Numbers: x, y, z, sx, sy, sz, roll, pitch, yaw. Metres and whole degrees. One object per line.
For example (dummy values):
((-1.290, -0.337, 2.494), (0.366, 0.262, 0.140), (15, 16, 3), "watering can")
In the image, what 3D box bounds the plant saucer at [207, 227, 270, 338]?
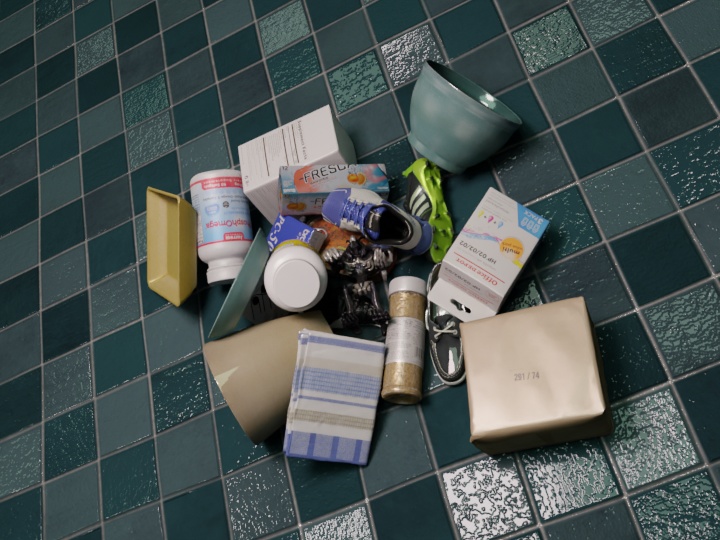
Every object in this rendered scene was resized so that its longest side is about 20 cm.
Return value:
((-0.195, 0.027, 1.394), (0.036, 0.200, 0.202), (26, 74, -7), "plant saucer")

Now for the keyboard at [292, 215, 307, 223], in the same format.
((-0.165, -0.033, 1.569), (0.011, 0.056, 0.202), (25, 77, 36), "keyboard")

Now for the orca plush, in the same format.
((-0.037, 0.069, 1.447), (0.198, 0.071, 0.106), (24, 76, 32), "orca plush")

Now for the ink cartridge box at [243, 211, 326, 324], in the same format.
((-0.148, 0.004, 1.520), (0.093, 0.044, 0.202), (27, 92, 34), "ink cartridge box")

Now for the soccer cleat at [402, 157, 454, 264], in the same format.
((0.115, -0.099, 1.475), (0.081, 0.067, 0.203), (-28, 59, 45), "soccer cleat")

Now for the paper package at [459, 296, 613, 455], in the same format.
((0.258, 0.158, 1.244), (0.197, 0.104, 0.194), (-14, 60, 19), "paper package")

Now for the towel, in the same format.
((-0.042, 0.201, 1.329), (0.144, 0.024, 0.204), (9, 90, -12), "towel")

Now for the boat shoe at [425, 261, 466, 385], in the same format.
((0.138, 0.083, 1.364), (0.074, 0.060, 0.203), (-14, 60, 16), "boat shoe")

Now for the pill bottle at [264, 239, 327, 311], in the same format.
((-0.106, 0.009, 1.376), (0.102, 0.200, 0.106), (-1, 98, -5), "pill bottle")

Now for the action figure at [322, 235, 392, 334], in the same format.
((0.000, 0.000, 1.399), (0.117, 0.103, 0.202), (-9, 51, -2), "action figure")

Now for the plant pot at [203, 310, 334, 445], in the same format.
((-0.131, 0.155, 1.395), (0.198, 0.188, 0.188), (-30, 55, -5), "plant pot")

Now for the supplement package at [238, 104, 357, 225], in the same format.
((-0.115, -0.198, 1.591), (0.197, 0.121, 0.121), (-21, 55, 13), "supplement package")

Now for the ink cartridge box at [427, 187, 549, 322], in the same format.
((0.204, -0.018, 1.342), (0.114, 0.068, 0.201), (30, 68, 12), "ink cartridge box")

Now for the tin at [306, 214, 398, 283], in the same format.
((-0.022, -0.040, 1.518), (0.198, 0.042, 0.113), (18, 69, 31), "tin")

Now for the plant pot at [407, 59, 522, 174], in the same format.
((0.163, -0.256, 1.467), (0.201, 0.199, 0.135), (48, 115, 35), "plant pot")

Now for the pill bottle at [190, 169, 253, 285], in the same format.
((-0.258, -0.080, 1.578), (0.107, 0.109, 0.204), (-11, 84, 19), "pill bottle")

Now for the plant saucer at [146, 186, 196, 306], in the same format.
((-0.357, -0.051, 1.599), (0.199, 0.048, 0.204), (19, 109, 57), "plant saucer")

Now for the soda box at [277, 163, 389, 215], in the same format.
((-0.050, -0.147, 1.515), (0.196, 0.069, 0.064), (-3, 58, -12), "soda box")

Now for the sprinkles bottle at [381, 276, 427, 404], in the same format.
((0.074, 0.113, 1.374), (0.067, 0.068, 0.203), (-6, 62, 22), "sprinkles bottle")

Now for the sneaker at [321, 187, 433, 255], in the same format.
((0.020, -0.091, 1.396), (0.197, 0.115, 0.082), (23, 94, 22), "sneaker")
